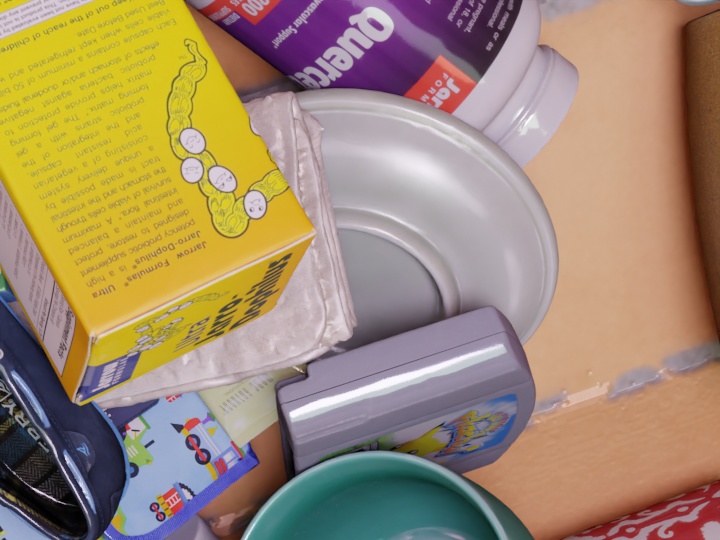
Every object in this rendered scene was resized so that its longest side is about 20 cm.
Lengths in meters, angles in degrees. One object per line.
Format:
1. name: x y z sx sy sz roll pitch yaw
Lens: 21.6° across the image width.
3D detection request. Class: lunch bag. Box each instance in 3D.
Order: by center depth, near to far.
1. lunch bag: -0.160 0.090 0.987 0.200 0.094 0.151 -37 92 -20

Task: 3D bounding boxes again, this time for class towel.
1. towel: -0.106 -0.004 0.919 0.200 0.034 0.133 -12 82 11

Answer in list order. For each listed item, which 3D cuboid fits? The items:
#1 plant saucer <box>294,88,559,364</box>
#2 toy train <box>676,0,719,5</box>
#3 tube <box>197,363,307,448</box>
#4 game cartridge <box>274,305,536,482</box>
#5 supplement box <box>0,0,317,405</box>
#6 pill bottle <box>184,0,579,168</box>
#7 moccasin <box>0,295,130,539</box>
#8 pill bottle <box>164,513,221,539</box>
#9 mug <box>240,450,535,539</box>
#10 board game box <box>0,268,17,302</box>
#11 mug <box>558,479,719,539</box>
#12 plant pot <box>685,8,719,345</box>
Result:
1. plant saucer: 0.000 0.000 0.970 0.200 0.050 0.200 8 132 9
2. toy train: 0.214 -0.217 0.985 0.200 0.085 0.114 -20 63 -1
3. tube: -0.100 -0.003 0.968 0.052 0.058 0.200 -37 90 -7
4. game cartridge: 0.024 0.079 0.984 0.133 0.200 0.040 -21 71 -7
5. supplement box: -0.121 -0.061 0.836 0.110 0.109 0.200 -26 79 -20
6. pill bottle: 0.012 -0.131 0.958 0.200 0.112 0.112 35 95 -18
7. moccasin: -0.180 0.048 0.856 0.200 0.068 0.080 39 111 -17
8. pill bottle: -0.064 0.233 1.041 0.109 0.109 0.200 -36 108 -1
9. mug: 0.008 0.180 0.957 0.185 0.114 0.152 -19 69 15
10. board game box: -0.256 -0.071 0.909 0.151 0.037 0.200 -10 80 -1
11. mug: 0.149 0.217 1.087 0.200 0.133 0.178 -23 138 -10
12. plant pot: 0.251 -0.056 1.007 0.186 0.186 0.200 -23 94 -5
